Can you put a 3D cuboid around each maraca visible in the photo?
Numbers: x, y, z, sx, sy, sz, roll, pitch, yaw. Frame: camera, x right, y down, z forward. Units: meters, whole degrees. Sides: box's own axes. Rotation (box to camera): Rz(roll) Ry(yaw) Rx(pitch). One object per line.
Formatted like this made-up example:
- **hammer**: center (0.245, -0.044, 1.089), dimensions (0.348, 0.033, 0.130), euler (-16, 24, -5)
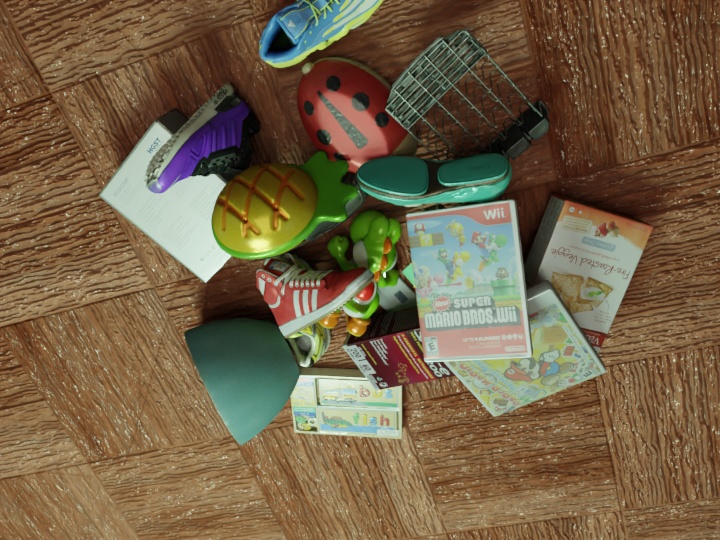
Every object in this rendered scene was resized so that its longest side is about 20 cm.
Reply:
- **maraca**: center (-0.102, -0.087, 0.799), dimensions (0.199, 0.138, 0.107), euler (-21, 154, 3)

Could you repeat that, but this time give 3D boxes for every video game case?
- **video game case**: center (0.222, 0.119, 0.855), dimensions (0.182, 0.023, 0.200), euler (-29, 126, 21)
- **video game case**: center (0.140, 0.017, 0.790), dimensions (0.142, 0.017, 0.201), euler (-6, 94, 21)

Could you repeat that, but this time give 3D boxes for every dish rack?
- **dish rack**: center (0.136, -0.205, 0.789), dimensions (0.200, 0.055, 0.153), euler (37, 115, -25)

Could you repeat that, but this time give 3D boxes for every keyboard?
- **keyboard**: center (0.060, 0.046, 0.976), dimensions (0.056, 0.011, 0.200), euler (-39, 107, 18)

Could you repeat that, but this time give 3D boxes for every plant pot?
- **plant pot**: center (-0.176, 0.155, 0.978), dimensions (0.134, 0.200, 0.201), euler (-28, 114, -11)

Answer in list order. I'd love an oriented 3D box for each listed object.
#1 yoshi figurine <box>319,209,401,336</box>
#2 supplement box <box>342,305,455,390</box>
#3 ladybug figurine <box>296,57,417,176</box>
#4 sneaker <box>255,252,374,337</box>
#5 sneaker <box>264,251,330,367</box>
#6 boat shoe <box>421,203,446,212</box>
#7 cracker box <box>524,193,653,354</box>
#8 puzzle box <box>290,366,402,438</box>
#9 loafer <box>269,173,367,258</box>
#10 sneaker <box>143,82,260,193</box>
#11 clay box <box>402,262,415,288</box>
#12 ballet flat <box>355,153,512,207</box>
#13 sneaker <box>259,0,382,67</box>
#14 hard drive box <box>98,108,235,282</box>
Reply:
- **yoshi figurine**: center (0.003, -0.008, 0.913), dimensions (0.112, 0.112, 0.200), euler (39, 123, 21)
- **supplement box**: center (0.084, 0.117, 0.947), dimensions (0.200, 0.061, 0.109), euler (-19, 119, 33)
- **ladybug figurine**: center (-0.008, -0.197, 0.821), dimensions (0.200, 0.072, 0.136), euler (42, 115, -14)
- **sneaker**: center (-0.074, 0.014, 0.858), dimensions (0.200, 0.071, 0.113), euler (-31, 92, 41)
- **sneaker**: center (-0.098, 0.062, 0.966), dimensions (0.075, 0.076, 0.201), euler (-15, 113, 16)
- **boat shoe**: center (0.158, -0.013, 0.834), dimensions (0.060, 0.072, 0.202), euler (-31, 99, 32)
- **cracker box**: center (0.306, 0.007, 0.866), dimensions (0.133, 0.058, 0.201), euler (15, 106, -7)
- **puzzle box**: center (-0.024, 0.233, 1.074), dimensions (0.199, 0.025, 0.134), euler (1, 117, 7)
- **loafer**: center (-0.072, -0.070, 0.874), dimensions (0.200, 0.072, 0.073), euler (-29, 117, 34)
- **sneaker**: center (-0.195, -0.157, 0.805), dimensions (0.100, 0.200, 0.069), euler (45, 143, -22)
- **clay box**: center (0.170, 0.027, 0.928), dimensions (0.200, 0.048, 0.115), euler (43, 112, -13)
- **ballet flat**: center (0.094, -0.109, 0.790), dimensions (0.199, 0.068, 0.070), euler (-2, 152, 11)
- **sneaker**: center (-0.046, -0.313, 0.747), dimensions (0.200, 0.105, 0.076), euler (-34, 109, 22)
- **hard drive box**: center (-0.250, -0.107, 0.897), dimensions (0.200, 0.077, 0.156), euler (42, 114, -15)
